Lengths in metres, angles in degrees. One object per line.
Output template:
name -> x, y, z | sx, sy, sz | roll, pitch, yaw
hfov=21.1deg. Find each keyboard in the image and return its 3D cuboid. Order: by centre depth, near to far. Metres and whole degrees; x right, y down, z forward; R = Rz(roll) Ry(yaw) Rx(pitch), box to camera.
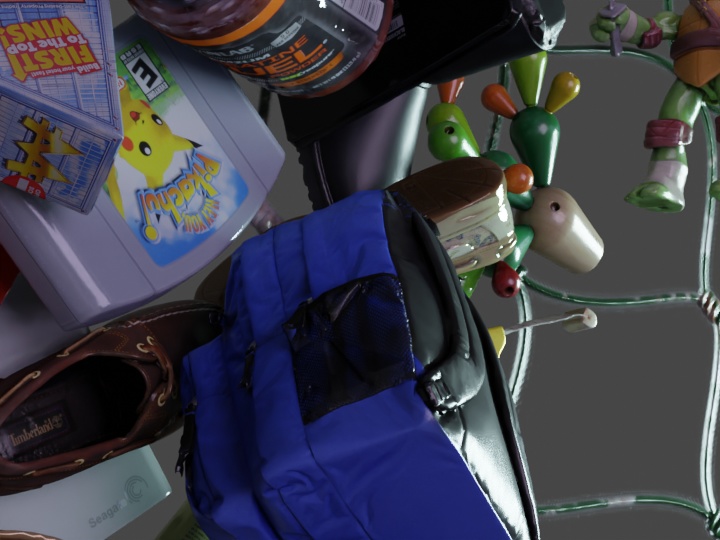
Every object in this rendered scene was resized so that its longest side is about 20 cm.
keyboard -> 0.022, -0.150, 1.126 | 0.039, 0.199, 0.105 | 1, 72, -44

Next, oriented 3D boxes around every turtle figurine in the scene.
turtle figurine -> 0.232, -0.149, 1.356 | 0.142, 0.200, 0.196 | 5, 78, -2

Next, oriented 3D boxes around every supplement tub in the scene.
supplement tub -> -0.063, -0.163, 1.031 | 0.200, 0.106, 0.108 | 20, 63, -66

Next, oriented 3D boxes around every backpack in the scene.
backpack -> -0.009, 0.062, 1.014 | 0.201, 0.166, 0.163 | -97, 166, -46

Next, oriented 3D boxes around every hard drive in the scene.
hard drive -> -0.197, 0.063, 1.037 | 0.131, 0.026, 0.201 | -32, 98, -39

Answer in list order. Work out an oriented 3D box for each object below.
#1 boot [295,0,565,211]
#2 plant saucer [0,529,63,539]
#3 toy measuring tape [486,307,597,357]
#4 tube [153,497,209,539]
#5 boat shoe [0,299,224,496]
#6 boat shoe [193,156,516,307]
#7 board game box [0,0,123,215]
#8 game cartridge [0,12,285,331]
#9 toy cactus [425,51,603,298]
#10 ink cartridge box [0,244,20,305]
boot -> 0.043, -0.119, 1.174 | 0.076, 0.167, 0.202 | 6, 73, -56
plant saucer -> -0.175, 0.227, 0.926 | 0.199, 0.035, 0.202 | 9, 73, -32
toy measuring tape -> 0.079, 0.072, 1.225 | 0.199, 0.073, 0.074 | -11, 85, -39
tube -> -0.088, 0.163, 1.088 | 0.200, 0.052, 0.058 | -47, 149, -39
boat shoe -> -0.132, 0.066, 1.027 | 0.199, 0.070, 0.071 | -29, 95, -40
boat shoe -> 0.000, 0.000, 1.143 | 0.198, 0.073, 0.063 | -21, 125, -3
board game box -> -0.200, -0.120, 0.944 | 0.198, 0.062, 0.201 | -5, 55, -32
game cartridge -> -0.121, -0.058, 1.041 | 0.134, 0.040, 0.200 | 57, 40, -11
toy cactus -> 0.110, -0.056, 1.275 | 0.165, 0.102, 0.202 | 37, 49, -36
ink cartridge box -> -0.209, -0.084, 1.020 | 0.162, 0.057, 0.201 | 44, 38, -20
